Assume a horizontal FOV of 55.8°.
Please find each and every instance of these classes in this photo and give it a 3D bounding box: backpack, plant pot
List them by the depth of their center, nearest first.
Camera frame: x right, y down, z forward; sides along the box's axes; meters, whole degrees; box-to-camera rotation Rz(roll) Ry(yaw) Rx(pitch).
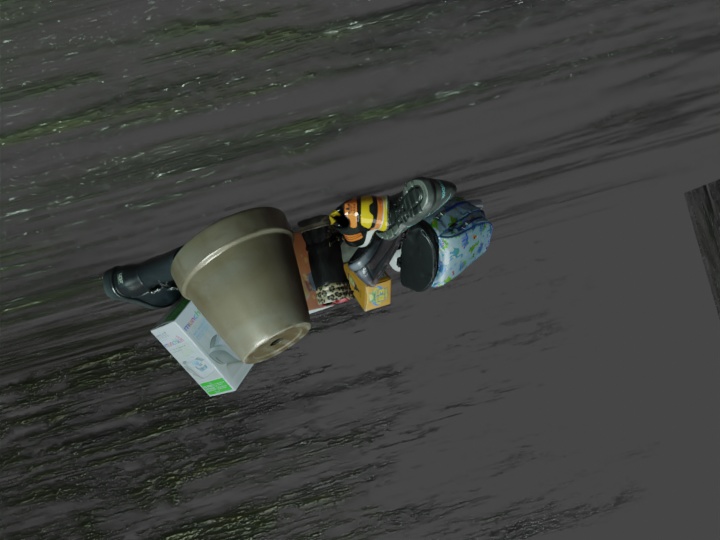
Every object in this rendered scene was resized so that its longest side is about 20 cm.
[{"bbox_3d":[-0.161,0.034,1.022,0.197,0.176,0.201,-28,164,-9],"label":"plant pot"},{"bbox_3d":[0.179,-0.064,1.404,0.151,0.167,0.200,21,-139,23],"label":"backpack"}]

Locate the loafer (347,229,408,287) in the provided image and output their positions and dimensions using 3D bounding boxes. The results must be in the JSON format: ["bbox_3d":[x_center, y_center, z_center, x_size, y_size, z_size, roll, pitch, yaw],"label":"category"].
[{"bbox_3d":[0.046,-0.048,1.266,0.071,0.064,0.201,-20,-157,47],"label":"loafer"}]

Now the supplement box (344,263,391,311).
[{"bbox_3d":[0.000,0.000,1.475,0.067,0.068,0.201,-11,-143,-17],"label":"supplement box"}]

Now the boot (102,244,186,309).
[{"bbox_3d":[-0.318,0.012,1.174,0.164,0.079,0.199,-12,171,19],"label":"boot"}]

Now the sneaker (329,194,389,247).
[{"bbox_3d":[-0.015,-0.087,1.150,0.087,0.072,0.200,3,171,-16],"label":"sneaker"}]

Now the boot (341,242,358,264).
[{"bbox_3d":[0.019,-0.079,1.406,0.196,0.069,0.130,-20,172,-28],"label":"boot"}]

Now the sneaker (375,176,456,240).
[{"bbox_3d":[0.087,-0.104,1.156,0.078,0.077,0.199,-15,176,-31],"label":"sneaker"}]

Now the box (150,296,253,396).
[{"bbox_3d":[-0.268,0.101,1.301,0.095,0.178,0.201,-18,-153,42],"label":"box"}]

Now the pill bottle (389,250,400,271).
[{"bbox_3d":[0.164,-0.062,1.696,0.197,0.114,0.110,-18,174,38],"label":"pill bottle"}]

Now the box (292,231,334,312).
[{"bbox_3d":[-0.162,0.017,1.284,0.105,0.157,0.198,-18,175,36],"label":"box"}]

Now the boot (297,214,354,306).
[{"bbox_3d":[-0.053,-0.017,1.239,0.071,0.155,0.200,-15,176,8],"label":"boot"}]

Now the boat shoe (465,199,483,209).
[{"bbox_3d":[0.187,-0.105,1.530,0.194,0.069,0.074,-15,176,-3],"label":"boat shoe"}]
